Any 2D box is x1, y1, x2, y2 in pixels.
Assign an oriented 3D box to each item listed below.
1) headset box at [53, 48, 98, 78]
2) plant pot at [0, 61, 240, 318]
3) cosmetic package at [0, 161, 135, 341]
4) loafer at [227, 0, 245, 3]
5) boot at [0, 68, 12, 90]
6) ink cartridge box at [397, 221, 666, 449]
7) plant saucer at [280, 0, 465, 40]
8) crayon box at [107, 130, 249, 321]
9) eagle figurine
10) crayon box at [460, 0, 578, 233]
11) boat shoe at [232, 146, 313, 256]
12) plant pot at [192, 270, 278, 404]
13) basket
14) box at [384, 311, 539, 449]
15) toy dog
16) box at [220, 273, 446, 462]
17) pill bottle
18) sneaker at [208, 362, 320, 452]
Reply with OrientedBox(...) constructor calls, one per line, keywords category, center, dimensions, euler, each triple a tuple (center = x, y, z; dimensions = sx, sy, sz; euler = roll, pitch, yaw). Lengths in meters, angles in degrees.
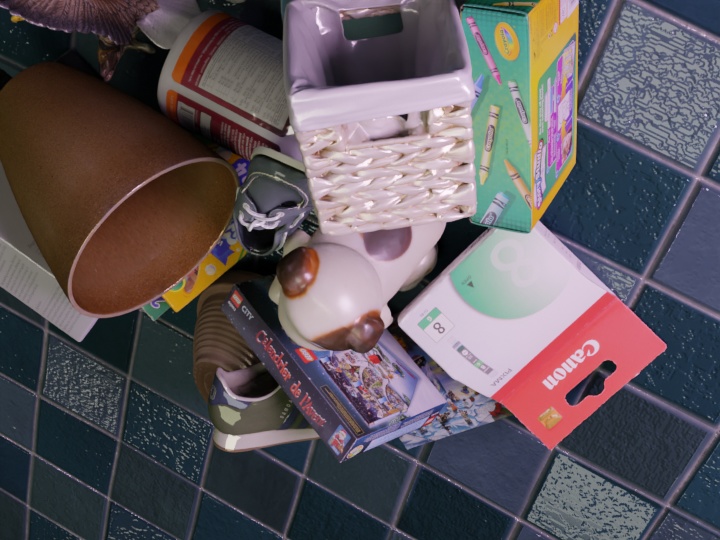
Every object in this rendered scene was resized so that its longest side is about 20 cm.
OrientedBox(category="headset box", center=(-0.308, -0.108, 1.427), dimensions=(0.174, 0.093, 0.200), euler=(47, 133, -9))
OrientedBox(category="plant pot", center=(-0.242, -0.091, 1.224), dimensions=(0.200, 0.186, 0.187), euler=(45, 138, 22))
OrientedBox(category="cosmetic package", center=(-0.324, -0.028, 1.304), dimensions=(0.200, 0.071, 0.101), euler=(37, 149, -8))
OrientedBox(category="loafer", center=(-0.157, -0.315, 1.203), dimensions=(0.200, 0.070, 0.075), euler=(39, 166, 14))
OrientedBox(category="boot", center=(-0.370, -0.115, 1.346), dimensions=(0.200, 0.077, 0.138), euler=(48, 138, -9))
OrientedBox(category="ink cartridge box", center=(0.159, 0.060, 1.259), dimensions=(0.200, 0.050, 0.161), euler=(44, 111, -2))
OrientedBox(category="plant saucer", center=(0.023, -0.217, 1.185), dimensions=(0.200, 0.027, 0.201), euler=(17, 131, 20))
OrientedBox(category="crayon box", center=(-0.171, -0.052, 1.332), dimensions=(0.200, 0.052, 0.126), euler=(-40, 103, 4))
OrientedBox(category="eagle figurine", center=(-0.249, -0.251, 1.181), dimensions=(0.152, 0.151, 0.200), euler=(44, 174, 25))
OrientedBox(category="crayon box", center=(0.133, -0.146, 1.106), dimensions=(0.058, 0.119, 0.201), euler=(12, 129, 24))
OrientedBox(category="boat shoe", center=(-0.074, -0.055, 1.162), dimensions=(0.073, 0.062, 0.200), euler=(25, 168, -5))
OrientedBox(category="plant pot", center=(-0.114, 0.106, 1.444), dimensions=(0.200, 0.093, 0.201), euler=(28, 143, 24))
OrientedBox(category="basket", center=(0.016, -0.126, 1.033), dimensions=(0.135, 0.200, 0.124), euler=(-7, 120, 2))
OrientedBox(category="box", center=(0.086, 0.098, 1.377), dimensions=(0.200, 0.040, 0.137), euler=(-24, 108, 42))
OrientedBox(category="toy dog", center=(0.000, 0.000, 1.244), dimensions=(0.194, 0.200, 0.140), euler=(-28, 107, 43))
OrientedBox(category="box", center=(-0.026, 0.083, 1.320), dimensions=(0.200, 0.136, 0.038), euler=(50, 129, 22))
OrientedBox(category="pill bottle", center=(-0.072, -0.144, 1.205), dimensions=(0.200, 0.110, 0.110), euler=(28, 134, 12))
OrientedBox(category="sneaker", center=(-0.056, 0.117, 1.348), dimensions=(0.199, 0.067, 0.090), euler=(-12, 119, -8))
